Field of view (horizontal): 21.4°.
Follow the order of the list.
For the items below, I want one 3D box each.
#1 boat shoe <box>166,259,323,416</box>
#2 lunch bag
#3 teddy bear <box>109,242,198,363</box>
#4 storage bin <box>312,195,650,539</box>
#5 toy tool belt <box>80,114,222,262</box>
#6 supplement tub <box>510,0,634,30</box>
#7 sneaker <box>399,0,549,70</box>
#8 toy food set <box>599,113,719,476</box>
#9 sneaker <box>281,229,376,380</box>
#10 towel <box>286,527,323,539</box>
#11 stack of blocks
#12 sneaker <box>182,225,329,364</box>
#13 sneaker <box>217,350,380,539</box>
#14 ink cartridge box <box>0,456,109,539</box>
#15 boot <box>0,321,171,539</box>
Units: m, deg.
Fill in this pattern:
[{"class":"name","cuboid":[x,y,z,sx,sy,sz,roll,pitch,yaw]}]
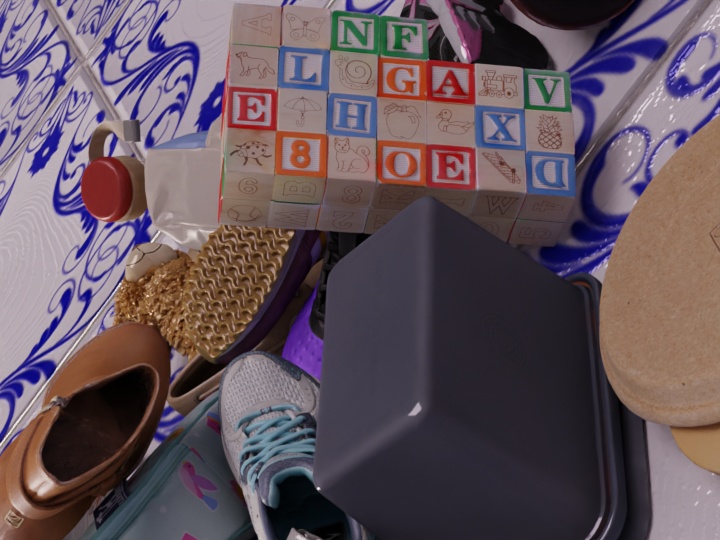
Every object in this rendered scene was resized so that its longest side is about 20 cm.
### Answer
[{"class":"boat shoe","cuboid":[-0.048,0.031,1.253,0.200,0.064,0.071,-50,27,11]},{"class":"lunch bag","cuboid":[-0.118,0.157,1.135,0.160,0.077,0.200,-46,0,20]},{"class":"teddy bear","cuboid":[-0.125,0.016,1.400,0.145,0.067,0.200,-50,27,6]},{"class":"storage bin","cuboid":[0.046,0.069,0.972,0.145,0.134,0.201,-38,30,32]},{"class":"toy tool belt","cuboid":[-0.085,-0.060,1.337,0.199,0.122,0.126,0,97,37]},{"class":"supplement tub","cuboid":[0.117,-0.238,1.239,0.107,0.107,0.200,-48,27,15]},{"class":"sneaker","cuboid":[0.064,-0.139,1.270,0.087,0.080,0.200,-60,16,19]},{"class":"toy food set","cuboid":[0.194,-0.008,0.907,0.199,0.049,0.200,-53,26,4]},{"class":"sneaker","cuboid":[0.000,0.000,1.149,0.069,0.100,0.201,24,78,22]},{"class":"towel","cuboid":[-0.011,0.239,0.877,0.192,0.034,0.201,24,88,37]},{"class":"stack of blocks","cuboid":[0.020,-0.083,1.099,0.059,0.198,0.116,105,168,-60]},{"class":"sneaker","cuboid":[-0.035,-0.025,1.204,0.075,0.090,0.201,38,103,38]},{"class":"sneaker","cuboid":[-0.029,0.110,1.012,0.077,0.087,0.201,-27,52,-2]},{"class":"ink cartridge box","cuboid":[-0.214,0.156,1.284,0.161,0.050,0.201,102,-167,-54]},{"class":"boot","cuboid":[-0.146,0.082,1.096,0.155,0.073,0.201,-48,10,53]}]
